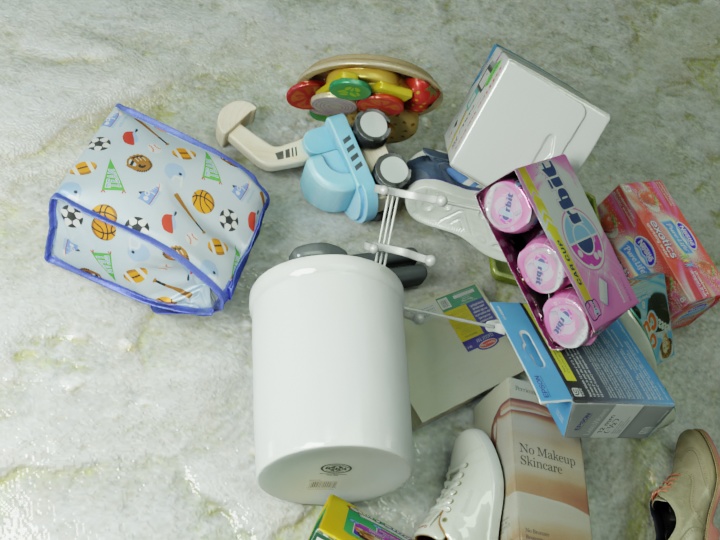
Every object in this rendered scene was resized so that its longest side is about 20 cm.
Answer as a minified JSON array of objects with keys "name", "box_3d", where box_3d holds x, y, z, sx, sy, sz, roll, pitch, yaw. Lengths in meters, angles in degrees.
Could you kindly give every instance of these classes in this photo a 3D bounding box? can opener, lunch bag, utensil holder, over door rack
[{"name":"can opener","box_3d":[0.000,0.000,1.126,0.197,0.067,0.053,-4,58,-38]},{"name":"lunch bag","box_3d":[-0.209,-0.054,1.002,0.197,0.125,0.172,21,48,-4]},{"name":"utensil holder","box_3d":[-0.030,0.113,0.953,0.167,0.170,0.203,11,53,-22]},{"name":"over door rack","box_3d":[0.101,-0.011,1.091,0.196,0.151,0.067,10,8,-11]}]

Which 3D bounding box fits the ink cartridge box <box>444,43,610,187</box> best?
[{"name":"ink cartridge box","box_3d":[0.204,-0.181,1.195,0.144,0.148,0.200,28,17,-6]}]

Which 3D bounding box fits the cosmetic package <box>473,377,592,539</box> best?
[{"name":"cosmetic package","box_3d":[0.190,0.236,1.045,0.102,0.088,0.203,15,51,-18]}]

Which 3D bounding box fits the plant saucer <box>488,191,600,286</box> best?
[{"name":"plant saucer","box_3d":[0.248,-0.041,1.305,0.196,0.048,0.203,15,51,-20]}]

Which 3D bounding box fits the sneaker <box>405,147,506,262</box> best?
[{"name":"sneaker","box_3d":[0.149,-0.096,1.222,0.197,0.081,0.147,20,31,-6]}]

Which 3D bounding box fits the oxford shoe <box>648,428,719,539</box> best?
[{"name":"oxford shoe","box_3d":[0.395,0.273,1.150,0.074,0.071,0.202,23,48,-6]}]

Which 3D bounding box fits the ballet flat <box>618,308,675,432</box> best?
[{"name":"ballet flat","box_3d":[0.340,0.130,1.178,0.202,0.069,0.070,61,42,-24]}]

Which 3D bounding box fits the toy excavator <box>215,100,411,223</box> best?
[{"name":"toy excavator","box_3d":[-0.061,-0.140,1.172,0.197,0.100,0.197,-19,75,-21]}]

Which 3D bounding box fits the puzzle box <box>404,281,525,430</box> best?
[{"name":"puzzle box","box_3d":[0.105,0.099,1.137,0.198,0.025,0.134,-18,67,-38]}]

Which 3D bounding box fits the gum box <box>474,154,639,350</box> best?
[{"name":"gum box","box_3d":[0.221,-0.018,1.040,0.113,0.066,0.203,-19,81,-47]}]

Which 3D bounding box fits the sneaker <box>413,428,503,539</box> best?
[{"name":"sneaker","box_3d":[0.101,0.254,0.990,0.083,0.073,0.203,19,51,-19]}]

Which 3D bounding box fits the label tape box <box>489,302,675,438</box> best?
[{"name":"label tape box","box_3d":[0.237,0.113,1.059,0.197,0.067,0.145,5,42,-29]}]

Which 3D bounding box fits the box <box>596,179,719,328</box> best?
[{"name":"box","box_3d":[0.428,-0.022,1.362,0.101,0.095,0.202,-7,62,-34]}]

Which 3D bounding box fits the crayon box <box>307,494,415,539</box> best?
[{"name":"crayon box","box_3d":[0.042,0.286,0.845,0.198,0.173,0.059,28,87,4]}]

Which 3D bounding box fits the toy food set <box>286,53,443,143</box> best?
[{"name":"toy food set","box_3d":[0.008,-0.221,1.202,0.195,0.199,0.050,10,79,-24]}]

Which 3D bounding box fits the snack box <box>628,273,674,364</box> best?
[{"name":"snack box","box_3d":[0.340,0.084,1.238,0.198,0.037,0.119,-18,102,-38]}]
